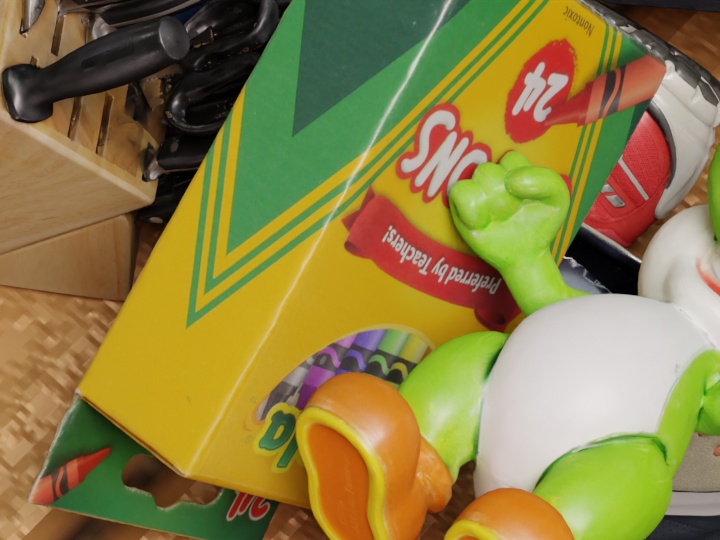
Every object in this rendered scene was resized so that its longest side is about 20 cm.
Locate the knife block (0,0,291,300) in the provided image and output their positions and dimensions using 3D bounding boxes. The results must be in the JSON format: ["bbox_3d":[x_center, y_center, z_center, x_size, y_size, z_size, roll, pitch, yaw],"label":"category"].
[{"bbox_3d":[-0.112,-0.060,0.742,0.199,0.176,0.064,8,63,-1],"label":"knife block"}]

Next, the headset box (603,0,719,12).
[{"bbox_3d":[0.161,-0.165,0.717,0.093,0.175,0.200,-22,23,-35],"label":"headset box"}]

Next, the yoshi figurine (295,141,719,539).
[{"bbox_3d":[0.083,0.012,0.657,0.200,0.112,0.113,-32,101,-31],"label":"yoshi figurine"}]

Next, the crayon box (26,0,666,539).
[{"bbox_3d":[0.000,0.000,0.707,0.051,0.127,0.201,32,96,32],"label":"crayon box"}]

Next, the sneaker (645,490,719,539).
[{"bbox_3d":[0.115,0.112,0.673,0.201,0.077,0.146,-10,19,21],"label":"sneaker"}]

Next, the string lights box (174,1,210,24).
[{"bbox_3d":[-0.052,-0.133,0.786,0.199,0.059,0.103,1,61,36],"label":"string lights box"}]

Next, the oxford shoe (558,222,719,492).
[{"bbox_3d":[0.109,0.057,0.762,0.200,0.074,0.071,38,67,13],"label":"oxford shoe"}]

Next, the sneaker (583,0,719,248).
[{"bbox_3d":[0.025,-0.074,0.820,0.200,0.077,0.085,33,98,22],"label":"sneaker"}]
